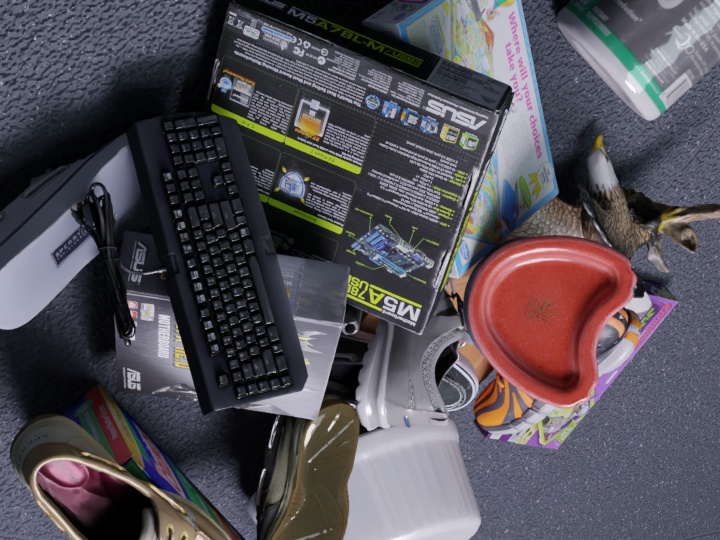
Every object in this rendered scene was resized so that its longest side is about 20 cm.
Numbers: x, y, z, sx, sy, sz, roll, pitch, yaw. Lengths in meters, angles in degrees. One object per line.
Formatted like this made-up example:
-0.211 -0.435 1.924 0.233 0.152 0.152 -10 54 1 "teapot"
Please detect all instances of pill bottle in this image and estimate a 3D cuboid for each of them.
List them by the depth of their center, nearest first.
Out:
0.257 -0.221 1.348 0.200 0.113 0.113 -43 143 6 "pill bottle"

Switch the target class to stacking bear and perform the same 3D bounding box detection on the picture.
0.135 0.029 1.364 0.200 0.113 0.122 -2 114 -87 "stacking bear"

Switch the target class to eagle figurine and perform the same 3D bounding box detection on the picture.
0.192 -0.039 1.475 0.199 0.151 0.152 -13 160 -46 "eagle figurine"

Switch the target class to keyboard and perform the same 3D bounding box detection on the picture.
-0.115 -0.005 1.153 0.126 0.201 0.021 -13 169 -19 "keyboard"

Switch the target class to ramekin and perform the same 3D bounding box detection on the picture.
0.009 0.215 1.549 0.200 0.098 0.201 -21 162 -7 "ramekin"

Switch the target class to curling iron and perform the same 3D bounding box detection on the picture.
0.000 0.000 1.332 0.049 0.200 0.026 -36 103 20 "curling iron"

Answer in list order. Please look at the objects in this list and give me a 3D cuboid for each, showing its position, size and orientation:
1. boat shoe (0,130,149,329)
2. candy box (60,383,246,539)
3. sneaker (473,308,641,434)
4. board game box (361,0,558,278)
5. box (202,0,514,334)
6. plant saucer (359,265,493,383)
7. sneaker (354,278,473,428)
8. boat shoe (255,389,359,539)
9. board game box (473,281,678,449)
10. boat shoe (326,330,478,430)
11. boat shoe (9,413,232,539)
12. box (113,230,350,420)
-0.201 -0.043 1.193 0.200 0.065 0.074 -41 139 -33 "boat shoe"
-0.151 0.199 1.340 0.077 0.169 0.200 -41 113 -2 "candy box"
0.142 0.064 1.539 0.112 0.078 0.200 32 131 -20 "sneaker"
0.077 -0.115 1.277 0.134 0.034 0.201 -37 125 -38 "board game box"
-0.015 -0.075 1.220 0.048 0.199 0.194 -58 168 -52 "box"
0.065 0.062 1.551 0.200 0.032 0.201 -23 141 -20 "plant saucer"
0.057 0.038 1.410 0.075 0.082 0.201 69 32 -66 "sneaker"
-0.050 0.175 1.432 0.071 0.066 0.202 -6 125 -29 "boat shoe"
0.208 0.089 1.700 0.120 0.032 0.200 16 118 -43 "board game box"
0.017 0.090 1.463 0.199 0.068 0.074 22 120 -30 "boat shoe"
-0.157 0.179 1.206 0.200 0.066 0.074 37 94 -20 "boat shoe"
-0.096 0.045 1.269 0.157 0.049 0.200 9 156 -3 "box"
